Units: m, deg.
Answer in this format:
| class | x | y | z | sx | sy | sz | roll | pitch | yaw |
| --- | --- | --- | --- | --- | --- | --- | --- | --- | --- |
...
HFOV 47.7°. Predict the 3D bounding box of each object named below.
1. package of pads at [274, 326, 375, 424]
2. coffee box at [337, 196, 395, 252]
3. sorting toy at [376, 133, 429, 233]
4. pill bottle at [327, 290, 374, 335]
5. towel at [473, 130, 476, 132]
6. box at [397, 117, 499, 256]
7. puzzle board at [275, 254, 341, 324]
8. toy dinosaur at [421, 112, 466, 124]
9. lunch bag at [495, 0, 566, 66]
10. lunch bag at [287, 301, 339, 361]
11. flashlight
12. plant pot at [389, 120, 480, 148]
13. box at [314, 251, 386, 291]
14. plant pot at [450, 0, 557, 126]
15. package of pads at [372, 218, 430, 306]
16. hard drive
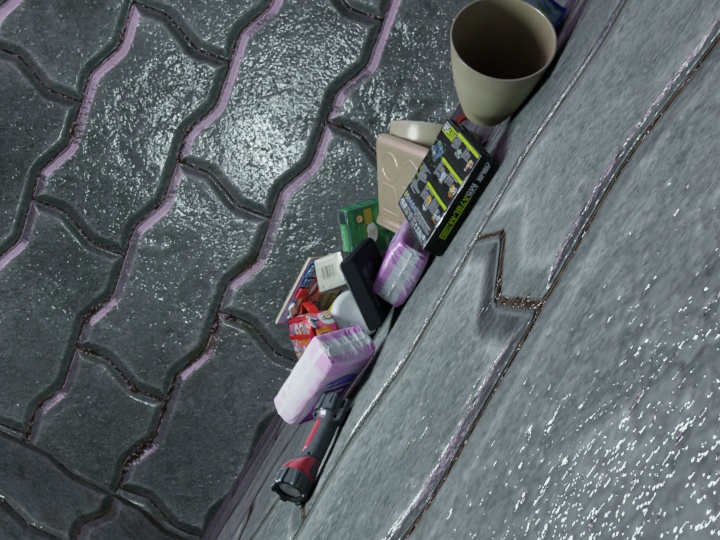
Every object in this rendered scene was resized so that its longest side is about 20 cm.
| class | x | y | z | sx | sy | sz | roll | pitch | yaw |
| --- | --- | --- | --- | --- | --- | --- | --- | --- | --- |
| package of pads | -0.068 | 0.195 | 1.510 | 0.120 | 0.076 | 0.201 | -8 | -38 | -43 |
| coffee box | 0.045 | -0.104 | 1.854 | 0.199 | 0.124 | 0.044 | -21 | 21 | -30 |
| sorting toy | 0.093 | -0.174 | 1.716 | 0.185 | 0.036 | 0.202 | 32 | 127 | 52 |
| pill bottle | -0.030 | 0.121 | 1.814 | 0.110 | 0.109 | 0.200 | -60 | 3 | -23 |
| towel | 0.211 | -0.239 | 1.916 | 0.201 | 0.034 | 0.133 | -55 | 2 | 3 |
| box | 0.151 | -0.153 | 1.463 | 0.194 | 0.047 | 0.200 | -57 | 25 | 18 |
| puzzle board | -0.090 | 0.041 | 1.789 | 0.150 | 0.017 | 0.201 | -7 | -41 | -42 |
| toy dinosaur | 0.167 | -0.271 | 1.893 | 0.200 | 0.105 | 0.183 | -36 | 35 | 39 |
| lunch bag | 0.306 | -0.453 | 1.650 | 0.200 | 0.127 | 0.170 | -50 | -2 | -32 |
| lunch bag | -0.091 | 0.153 | 1.737 | 0.081 | 0.178 | 0.200 | -18 | -1 | -18 |
| flashlight | -0.084 | 0.298 | 1.387 | 0.068 | 0.067 | 0.201 | -59 | 4 | 45 |
| plant pot | 0.154 | -0.240 | 1.777 | 0.200 | 0.198 | 0.136 | -115 | 33 | -87 |
| box | 0.000 | 0.000 | 1.723 | 0.082 | 0.069 | 0.199 | -18 | -9 | 38 |
| plant pot | 0.245 | -0.362 | 1.498 | 0.188 | 0.186 | 0.200 | -60 | -11 | -23 |
| package of pads | 0.087 | -0.024 | 1.585 | 0.121 | 0.075 | 0.200 | -58 | 3 | 23 |
| hard drive | 0.021 | 0.021 | 1.593 | 0.033 | 0.141 | 0.200 | -23 | 8 | 17 |
